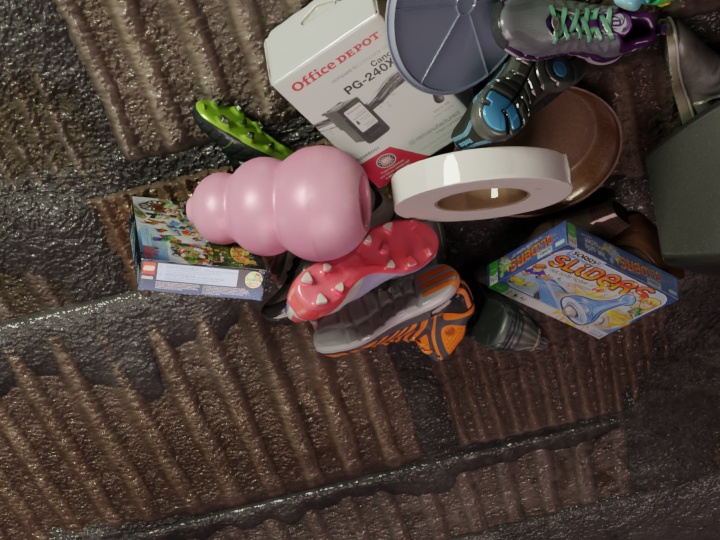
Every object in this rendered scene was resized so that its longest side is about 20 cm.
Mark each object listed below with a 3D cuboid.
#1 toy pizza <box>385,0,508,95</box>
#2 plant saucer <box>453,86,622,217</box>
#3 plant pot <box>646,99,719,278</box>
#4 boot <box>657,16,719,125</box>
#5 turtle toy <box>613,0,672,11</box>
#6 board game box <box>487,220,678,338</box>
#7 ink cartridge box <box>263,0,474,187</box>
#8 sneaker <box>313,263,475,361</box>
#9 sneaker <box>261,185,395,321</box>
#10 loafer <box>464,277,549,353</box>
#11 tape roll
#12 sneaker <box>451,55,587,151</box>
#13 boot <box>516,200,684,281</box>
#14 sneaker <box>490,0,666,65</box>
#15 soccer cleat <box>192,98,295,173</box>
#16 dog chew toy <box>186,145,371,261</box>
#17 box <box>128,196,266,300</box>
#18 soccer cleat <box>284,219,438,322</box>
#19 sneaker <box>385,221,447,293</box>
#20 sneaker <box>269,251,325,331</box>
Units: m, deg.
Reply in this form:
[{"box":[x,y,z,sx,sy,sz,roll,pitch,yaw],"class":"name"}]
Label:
[{"box":[0.099,-0.278,1.517,0.199,0.032,0.202,-21,126,-31],"class":"toy pizza"},{"box":[0.202,-0.146,1.719,0.199,0.037,0.201,-5,136,-4],"class":"plant saucer"},{"box":[0.439,-0.084,1.687,0.177,0.201,0.199,-17,163,35],"class":"plant pot"},{"box":[0.436,-0.243,1.633,0.199,0.073,0.182,-15,150,16],"class":"boot"},{"box":[0.294,-0.341,1.488,0.145,0.102,0.201,-14,136,6],"class":"turtle toy"},{"box":[0.272,0.014,1.809,0.199,0.035,0.135,23,142,-32],"class":"board game box"},{"box":[0.013,-0.204,1.597,0.145,0.084,0.200,-31,132,22],"class":"ink cartridge box"},{"box":[0.048,0.076,1.789,0.199,0.078,0.112,-21,135,15],"class":"sneaker"},{"box":[-0.049,-0.024,1.718,0.079,0.074,0.200,41,90,-11],"class":"sneaker"},{"box":[0.164,0.062,1.818,0.072,0.200,0.073,21,100,-20],"class":"loafer"},{"box":[0.134,-0.094,1.637,0.201,0.037,0.203,-6,169,-1],"class":"tape roll"},{"box":[0.168,-0.197,1.590,0.073,0.200,0.082,53,145,-4],"class":"sneaker"},{"box":[0.294,-0.015,1.853,0.146,0.071,0.200,-30,131,29],"class":"boot"},{"box":[0.227,-0.260,1.539,0.199,0.075,0.087,-3,176,-39],"class":"sneaker"},{"box":[-0.120,-0.122,1.670,0.199,0.068,0.081,30,116,-37],"class":"soccer cleat"},{"box":[-0.091,-0.070,1.607,0.198,0.125,0.125,-2,137,12],"class":"dog chew toy"},{"box":[-0.186,-0.027,1.664,0.135,0.200,0.038,5,111,-14],"class":"box"},{"box":[0.000,0.000,1.669,0.199,0.067,0.076,-28,171,-30],"class":"soccer cleat"},{"box":[0.068,0.013,1.838,0.080,0.071,0.201,6,132,9],"class":"sneaker"},{"box":[-0.063,0.022,1.819,0.104,0.076,0.201,-3,128,-12],"class":"sneaker"}]
